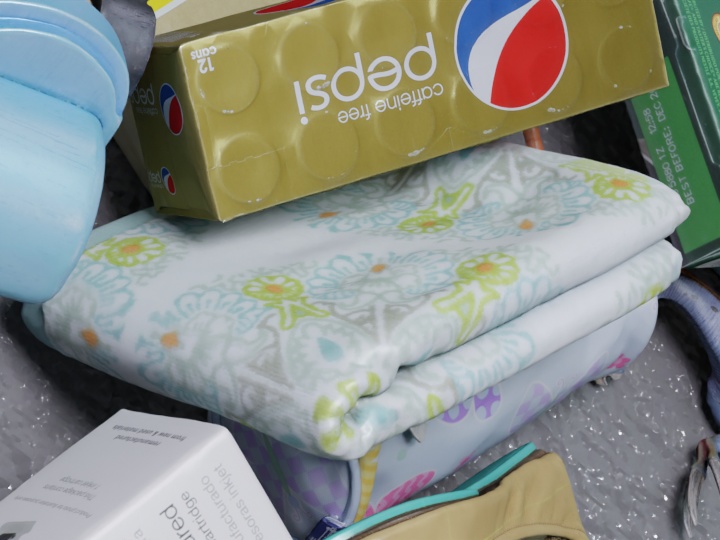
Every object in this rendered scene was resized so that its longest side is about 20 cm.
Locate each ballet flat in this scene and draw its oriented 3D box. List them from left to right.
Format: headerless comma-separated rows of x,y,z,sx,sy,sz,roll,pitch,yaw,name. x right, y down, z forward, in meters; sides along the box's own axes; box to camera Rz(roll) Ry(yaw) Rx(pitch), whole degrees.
0.038,0.109,1.029,0.063,0.068,0.200,62,28,7,ballet flat

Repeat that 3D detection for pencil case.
0.032,0.035,1.105,0.199,0.091,0.083,-27,71,-42,pencil case

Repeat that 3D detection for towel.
0.000,0.000,1.031,0.199,0.171,0.048,-26,117,-37,towel

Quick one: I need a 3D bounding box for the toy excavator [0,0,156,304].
-0.147,0.002,0.968,0.099,0.195,0.201,21,32,-29,toy excavator

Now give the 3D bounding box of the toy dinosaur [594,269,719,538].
0.178,0.066,1.239,0.182,0.105,0.200,50,12,7,toy dinosaur

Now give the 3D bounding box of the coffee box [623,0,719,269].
0.187,-0.064,1.231,0.199,0.044,0.124,-6,75,-53,coffee box

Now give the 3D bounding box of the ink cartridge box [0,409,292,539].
-0.101,0.163,0.910,0.200,0.083,0.147,-38,110,-25,ink cartridge box

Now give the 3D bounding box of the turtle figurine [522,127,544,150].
0.057,-0.133,1.212,0.161,0.064,0.201,-18,74,-48,turtle figurine

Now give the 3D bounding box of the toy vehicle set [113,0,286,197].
-0.084,-0.134,1.129,0.124,0.026,0.201,-35,94,-40,toy vehicle set

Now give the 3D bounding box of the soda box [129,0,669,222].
0.014,-0.077,1.052,0.199,0.064,0.068,-18,102,-24,soda box

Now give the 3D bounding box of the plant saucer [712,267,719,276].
0.204,-0.059,1.317,0.199,0.027,0.202,16,62,-32,plant saucer
